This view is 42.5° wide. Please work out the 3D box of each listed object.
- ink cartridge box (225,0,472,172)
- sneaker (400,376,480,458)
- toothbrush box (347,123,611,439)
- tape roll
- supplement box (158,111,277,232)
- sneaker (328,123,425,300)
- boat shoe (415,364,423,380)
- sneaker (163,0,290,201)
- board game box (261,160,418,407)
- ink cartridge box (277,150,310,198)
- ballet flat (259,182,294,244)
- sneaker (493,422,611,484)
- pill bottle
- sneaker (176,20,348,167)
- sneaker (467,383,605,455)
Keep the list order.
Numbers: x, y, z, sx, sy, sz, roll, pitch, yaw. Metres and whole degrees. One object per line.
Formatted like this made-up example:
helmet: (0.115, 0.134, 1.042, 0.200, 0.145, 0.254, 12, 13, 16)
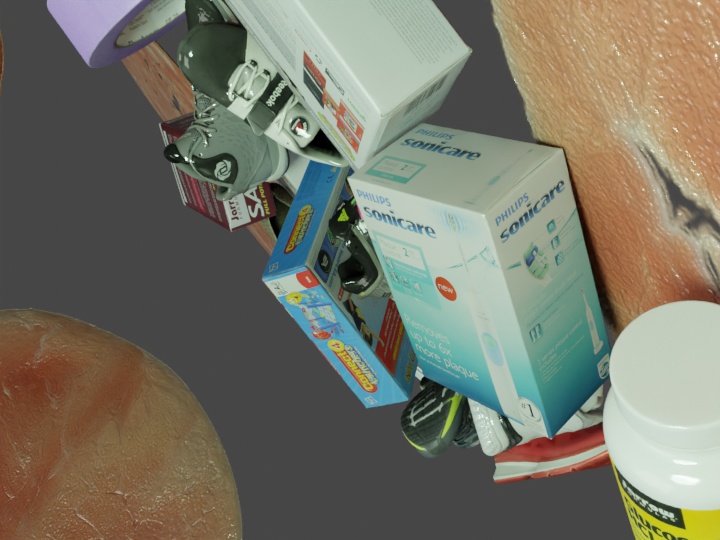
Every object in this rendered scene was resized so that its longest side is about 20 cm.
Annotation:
ink cartridge box: (-0.022, -0.190, 0.702, 0.201, 0.083, 0.176, 53, 170, 3)
sneaker: (0.098, 0.143, 0.926, 0.081, 0.073, 0.200, 53, -160, -1)
toothbrush box: (0.093, 0.004, 0.690, 0.145, 0.085, 0.202, 22, 141, 48)
tape roll: (-0.196, -0.279, 0.879, 0.066, 0.199, 0.200, 53, 171, -8)
supplement box: (-0.167, -0.120, 1.060, 0.199, 0.060, 0.111, 28, 136, 62)
sneaker: (0.015, -0.056, 0.820, 0.074, 0.086, 0.203, -109, 18, -55)
boat shoe: (0.105, 0.098, 1.179, 0.198, 0.071, 0.092, 31, 130, 8)
sneaker: (-0.147, -0.158, 0.887, 0.075, 0.115, 0.203, 15, 132, 53)
board game box: (0.000, 0.000, 0.958, 0.197, 0.055, 0.202, 54, -144, -31)
ink cartridge box: (-0.080, -0.151, 1.086, 0.200, 0.084, 0.145, 41, 174, 49)
ballet flat: (-0.067, -0.035, 1.054, 0.201, 0.067, 0.046, 51, -173, 31)
sneaker: (0.185, 0.141, 0.906, 0.199, 0.077, 0.118, -31, 65, 54)
pill bottle: (0.212, 0.115, 0.570, 0.112, 0.112, 0.201, 42, 166, 47)
sneaker: (-0.074, -0.156, 0.842, 0.199, 0.075, 0.088, 26, -168, -42)
sneaker: (0.158, 0.116, 0.831, 0.200, 0.113, 0.077, 27, -133, -81)
